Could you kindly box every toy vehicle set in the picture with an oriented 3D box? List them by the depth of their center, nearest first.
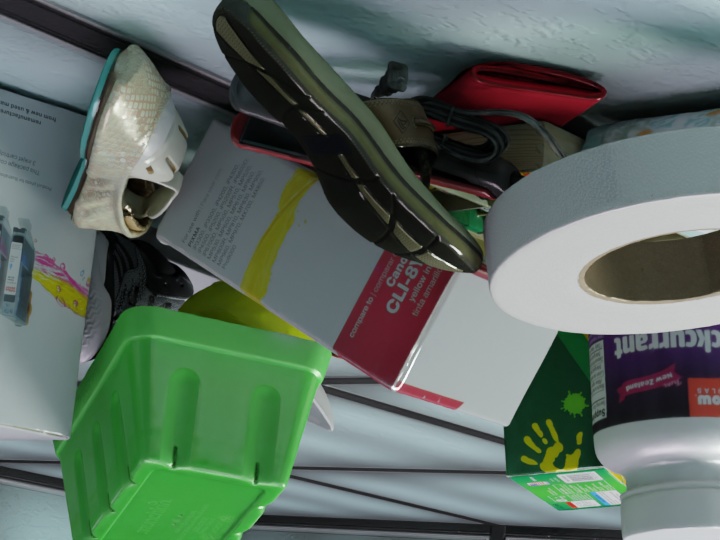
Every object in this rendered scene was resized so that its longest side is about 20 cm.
[{"bbox_3d":[0.101,-0.045,1.211,0.123,0.027,0.199,-6,167,34],"label":"toy vehicle set"}]

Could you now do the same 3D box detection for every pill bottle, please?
[{"bbox_3d":[0.202,0.071,1.324,0.110,0.202,0.111,-1,165,0],"label":"pill bottle"}]

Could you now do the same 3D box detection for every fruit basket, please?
[{"bbox_3d":[-0.100,0.071,1.318,0.154,0.217,0.215,13,167,-18],"label":"fruit basket"}]

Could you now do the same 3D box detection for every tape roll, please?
[{"bbox_3d":[0.162,-0.017,1.051,0.201,0.037,0.203,-4,159,-2],"label":"tape roll"}]

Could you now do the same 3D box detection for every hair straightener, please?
[{"bbox_3d":[0.023,-0.070,1.082,0.199,0.041,0.077,20,151,13],"label":"hair straightener"}]

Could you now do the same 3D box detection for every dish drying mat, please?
[{"bbox_3d":[0.064,-0.081,1.153,0.076,0.018,0.200,8,167,-15],"label":"dish drying mat"}]

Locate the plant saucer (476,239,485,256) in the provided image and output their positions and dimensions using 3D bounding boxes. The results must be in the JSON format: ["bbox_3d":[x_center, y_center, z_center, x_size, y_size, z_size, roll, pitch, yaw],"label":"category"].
[{"bbox_3d":[0.016,-0.008,1.500,0.198,0.031,0.200,6,169,1],"label":"plant saucer"}]

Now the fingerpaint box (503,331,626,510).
[{"bbox_3d":[0.147,0.074,1.465,0.073,0.168,0.200,-6,166,14],"label":"fingerpaint box"}]

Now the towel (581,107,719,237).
[{"bbox_3d":[0.245,-0.050,1.136,0.170,0.049,0.199,-9,161,43],"label":"towel"}]

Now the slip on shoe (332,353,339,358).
[{"bbox_3d":[-0.009,0.036,1.477,0.073,0.062,0.200,-9,166,7],"label":"slip on shoe"}]

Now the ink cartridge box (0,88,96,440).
[{"bbox_3d":[-0.258,-0.003,1.252,0.144,0.202,0.145,17,165,-42],"label":"ink cartridge box"}]

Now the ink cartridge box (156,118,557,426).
[{"bbox_3d":[0.000,0.000,1.212,0.199,0.084,0.145,31,-174,32],"label":"ink cartridge box"}]

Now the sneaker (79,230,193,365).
[{"bbox_3d":[-0.162,0.018,1.365,0.114,0.076,0.200,35,-166,-26],"label":"sneaker"}]

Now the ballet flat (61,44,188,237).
[{"bbox_3d":[-0.125,-0.069,1.157,0.062,0.068,0.200,22,161,-6],"label":"ballet flat"}]

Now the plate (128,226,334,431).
[{"bbox_3d":[-0.118,0.027,1.523,0.199,0.032,0.200,22,157,31],"label":"plate"}]

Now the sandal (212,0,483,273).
[{"bbox_3d":[0.005,-0.071,1.031,0.080,0.057,0.201,11,145,53],"label":"sandal"}]
